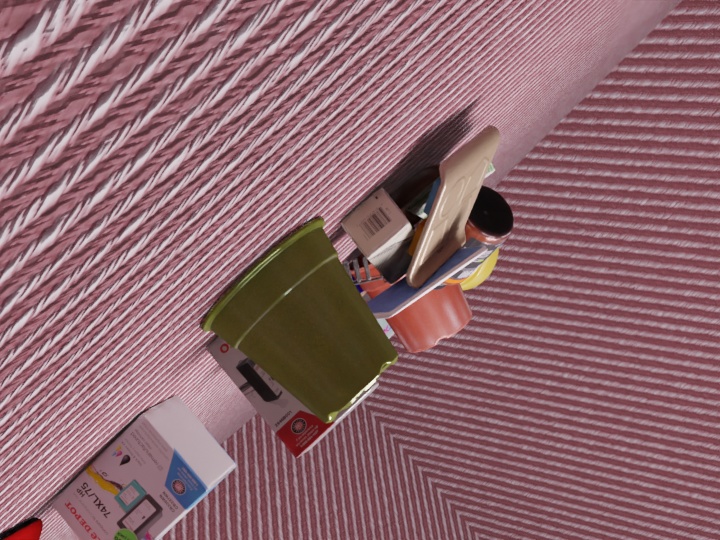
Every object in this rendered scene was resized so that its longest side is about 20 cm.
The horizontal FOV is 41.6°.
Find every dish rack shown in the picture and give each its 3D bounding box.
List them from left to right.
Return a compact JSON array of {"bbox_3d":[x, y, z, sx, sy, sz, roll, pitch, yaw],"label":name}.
[{"bbox_3d":[0.000,0.000,1.565,0.197,0.055,0.153,-13,180,3],"label":"dish rack"}]

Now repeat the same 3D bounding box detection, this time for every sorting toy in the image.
[{"bbox_3d":[0.128,-0.095,1.360,0.185,0.036,0.202,-41,152,-49],"label":"sorting toy"}]

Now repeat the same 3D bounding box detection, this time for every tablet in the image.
[{"bbox_3d":[0.087,0.019,1.412,0.199,0.014,0.130,-34,-168,-25],"label":"tablet"}]

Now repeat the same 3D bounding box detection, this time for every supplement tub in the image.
[{"bbox_3d":[0.163,-0.047,1.578,0.107,0.107,0.200,-38,173,-40],"label":"supplement tub"}]

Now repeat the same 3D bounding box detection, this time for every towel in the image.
[{"bbox_3d":[0.149,-0.134,1.503,0.152,0.023,0.200,-41,171,8],"label":"towel"}]

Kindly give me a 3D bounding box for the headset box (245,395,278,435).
[{"bbox_3d":[-0.112,0.179,1.571,0.149,0.200,0.077,-45,174,30],"label":"headset box"}]

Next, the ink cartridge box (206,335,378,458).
[{"bbox_3d":[-0.094,0.132,1.315,0.144,0.200,0.084,-42,172,4],"label":"ink cartridge box"}]

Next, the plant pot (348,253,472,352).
[{"bbox_3d":[0.104,0.034,1.790,0.199,0.197,0.201,-29,-171,5],"label":"plant pot"}]

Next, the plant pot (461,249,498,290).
[{"bbox_3d":[0.175,-0.055,2.051,0.201,0.202,0.188,-44,159,25],"label":"plant pot"}]

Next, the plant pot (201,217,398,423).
[{"bbox_3d":[-0.056,0.073,1.145,0.200,0.190,0.200,-42,175,-5],"label":"plant pot"}]

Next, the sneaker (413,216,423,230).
[{"bbox_3d":[0.113,-0.108,1.657,0.071,0.073,0.200,-45,179,-44],"label":"sneaker"}]

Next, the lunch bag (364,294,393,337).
[{"bbox_3d":[-0.007,0.092,2.142,0.198,0.123,0.170,2,-151,38],"label":"lunch bag"}]

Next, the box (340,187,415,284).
[{"bbox_3d":[0.038,-0.045,1.382,0.082,0.069,0.200,-40,163,3],"label":"box"}]

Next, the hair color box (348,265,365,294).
[{"bbox_3d":[-0.054,0.059,1.829,0.109,0.065,0.200,-45,176,29],"label":"hair color box"}]

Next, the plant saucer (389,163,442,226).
[{"bbox_3d":[0.081,-0.110,1.528,0.200,0.037,0.201,-40,171,-8],"label":"plant saucer"}]

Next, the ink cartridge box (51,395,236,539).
[{"bbox_3d":[-0.318,0.318,1.408,0.200,0.147,0.146,-44,176,9],"label":"ink cartridge box"}]

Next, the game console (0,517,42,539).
[{"bbox_3d":[-0.539,0.421,1.277,0.200,0.117,0.175,7,99,-85],"label":"game console"}]
